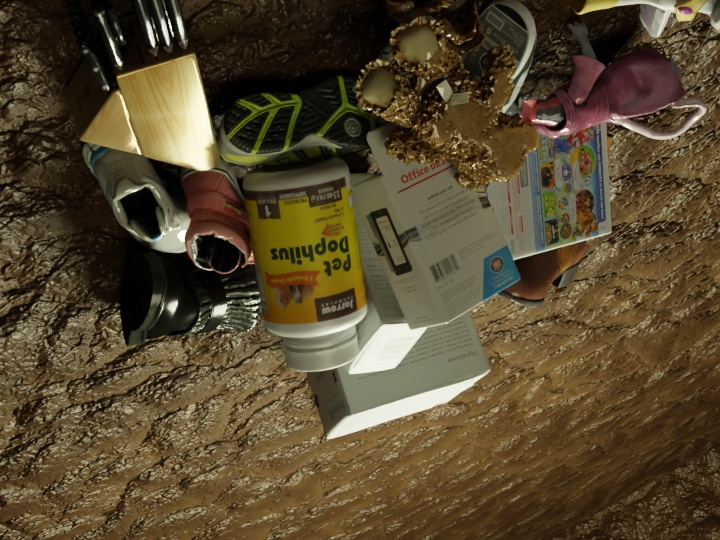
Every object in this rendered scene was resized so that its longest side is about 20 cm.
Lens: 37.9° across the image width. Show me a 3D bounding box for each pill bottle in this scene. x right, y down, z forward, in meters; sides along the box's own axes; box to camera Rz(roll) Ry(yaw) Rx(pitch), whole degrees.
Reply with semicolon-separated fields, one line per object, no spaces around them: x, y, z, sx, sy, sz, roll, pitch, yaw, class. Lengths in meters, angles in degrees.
-0.052;-0.007;1.054;0.108;0.109;0.203;-13;104;-19;pill bottle

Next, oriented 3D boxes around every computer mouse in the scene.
0.129;-0.185;1.077;0.044;0.110;0.201;-19;147;-47;computer mouse

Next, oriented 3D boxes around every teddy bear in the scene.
0.081;-0.157;0.991;0.198;0.067;0.146;13;110;-32;teddy bear

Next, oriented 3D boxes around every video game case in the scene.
0.203;-0.092;1.192;0.198;0.018;0.145;-14;106;-26;video game case

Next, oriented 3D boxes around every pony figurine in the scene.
0.280;-0.278;0.967;0.198;0.195;0.167;12;135;-18;pony figurine

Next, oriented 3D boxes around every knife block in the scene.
-0.164;-0.179;0.892;0.199;0.064;0.175;11;135;-46;knife block

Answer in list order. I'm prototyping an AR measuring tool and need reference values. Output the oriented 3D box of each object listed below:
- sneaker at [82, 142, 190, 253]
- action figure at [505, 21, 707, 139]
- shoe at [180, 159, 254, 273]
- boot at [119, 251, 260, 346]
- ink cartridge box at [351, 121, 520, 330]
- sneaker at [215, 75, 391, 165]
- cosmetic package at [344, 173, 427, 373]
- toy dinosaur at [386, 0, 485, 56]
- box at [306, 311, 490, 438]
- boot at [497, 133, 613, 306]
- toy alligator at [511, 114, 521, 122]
-0.210;-0.054;1.038;0.074;0.087;0.200;-27;152;1;sneaker
0.244;-0.174;1.129;0.198;0.150;0.134;-22;160;-32;action figure
-0.139;-0.032;1.097;0.070;0.092;0.200;-8;154;8;shoe
-0.180;0.025;1.163;0.156;0.081;0.211;-6;169;-19;boot
0.069;-0.057;1.067;0.115;0.202;0.068;-27;-173;-32;ink cartridge box
-0.054;-0.145;1.040;0.198;0.076;0.076;-6;172;-29;sneaker
0.000;0.000;1.158;0.073;0.202;0.102;-3;145;-32;cosmetic package
0.069;-0.219;1.026;0.105;0.061;0.200;-14;152;7;toy dinosaur
0.040;0.123;1.405;0.198;0.132;0.199;-15;166;-16;box
0.236;-0.065;1.258;0.187;0.068;0.202;-14;125;-45;boot
0.196;-0.130;1.242;0.059;0.055;0.199;-37;148;22;toy alligator
